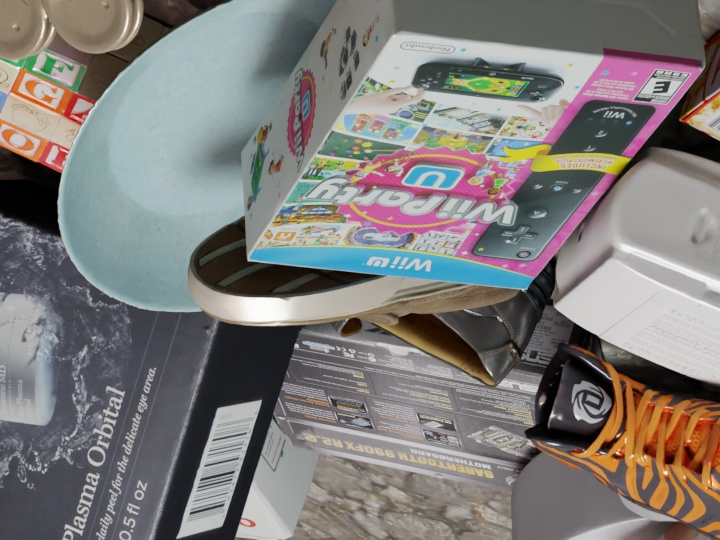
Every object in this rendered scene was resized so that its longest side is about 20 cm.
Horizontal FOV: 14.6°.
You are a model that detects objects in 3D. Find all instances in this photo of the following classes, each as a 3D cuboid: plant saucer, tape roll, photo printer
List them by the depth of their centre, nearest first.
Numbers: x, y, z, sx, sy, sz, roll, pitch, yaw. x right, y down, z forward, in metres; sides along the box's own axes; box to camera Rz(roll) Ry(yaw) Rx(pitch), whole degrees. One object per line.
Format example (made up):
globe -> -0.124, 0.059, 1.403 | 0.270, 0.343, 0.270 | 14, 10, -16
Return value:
photo printer -> 0.181, 0.010, 1.349 | 0.166, 0.070, 0.200 | 21, 170, -1
plant saucer -> -0.059, -0.066, 1.353 | 0.039, 0.201, 0.201 | 56, 177, 39
tape roll -> 0.185, 0.155, 1.591 | 0.200, 0.066, 0.200 | 0, 147, 0

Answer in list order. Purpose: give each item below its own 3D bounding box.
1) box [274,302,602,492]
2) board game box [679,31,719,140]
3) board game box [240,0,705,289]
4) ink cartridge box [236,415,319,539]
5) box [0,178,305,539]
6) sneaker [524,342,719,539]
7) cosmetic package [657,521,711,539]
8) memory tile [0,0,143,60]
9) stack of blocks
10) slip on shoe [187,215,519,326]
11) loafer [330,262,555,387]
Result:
box -> 0.041, 0.064, 1.605 | 0.200, 0.048, 0.158 | 10, 152, 18
board game box -> 0.250, -0.084, 1.195 | 0.151, 0.046, 0.200 | 27, 153, -12
board game box -> 0.046, -0.070, 1.265 | 0.147, 0.064, 0.200 | 6, 151, -19
ink cartridge box -> -0.125, 0.075, 1.700 | 0.146, 0.083, 0.200 | 7, 149, 25
box -> -0.160, 0.073, 1.537 | 0.200, 0.197, 0.117 | 21, -170, 22
sneaker -> 0.150, 0.089, 1.404 | 0.112, 0.078, 0.200 | 28, 166, -27
cosmetic package -> 0.232, 0.146, 1.455 | 0.103, 0.200, 0.087 | 38, -169, -25
memory tile -> -0.190, -0.168, 1.291 | 0.200, 0.017, 0.154 | -1, 110, 34
stack of blocks -> -0.154, -0.106, 1.418 | 0.200, 0.059, 0.115 | 25, 152, -8
slip on shoe -> 0.005, 0.001, 1.383 | 0.076, 0.200, 0.061 | 43, 137, 37
loafer -> 0.000, 0.000, 1.491 | 0.200, 0.072, 0.073 | 17, 154, 9
